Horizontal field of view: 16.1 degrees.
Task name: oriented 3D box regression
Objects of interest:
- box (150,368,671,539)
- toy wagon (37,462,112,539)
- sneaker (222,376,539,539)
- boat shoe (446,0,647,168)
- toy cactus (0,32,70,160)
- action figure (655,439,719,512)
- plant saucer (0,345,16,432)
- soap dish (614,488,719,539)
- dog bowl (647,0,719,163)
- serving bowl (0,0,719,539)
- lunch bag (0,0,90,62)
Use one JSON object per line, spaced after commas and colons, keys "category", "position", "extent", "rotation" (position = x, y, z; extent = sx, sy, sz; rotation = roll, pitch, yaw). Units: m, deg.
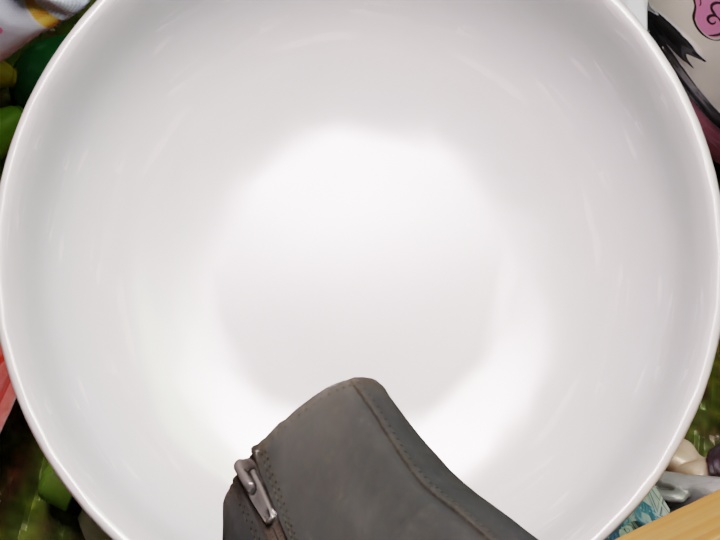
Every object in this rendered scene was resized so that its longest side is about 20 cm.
{"category": "box", "position": [0.008, 0.056, 0.774], "extent": [0.136, 0.040, 0.201], "rotation": [-17, 65, -32]}
{"category": "toy wagon", "position": [-0.023, 0.084, 0.793], "extent": [0.154, 0.040, 0.201], "rotation": [27, 51, -2]}
{"category": "sneaker", "position": [-0.011, 0.131, 0.643], "extent": [0.074, 0.201, 0.106], "rotation": [8, 31, -43]}
{"category": "boat shoe", "position": [0.038, -0.082, 0.769], "extent": [0.090, 0.071, 0.202], "rotation": [4, 96, -12]}
{"category": "toy cactus", "position": [-0.065, -0.084, 0.849], "extent": [0.102, 0.199, 0.165], "rotation": [53, 12, -23]}
{"category": "action figure", "position": [0.148, 0.048, 0.861], "extent": [0.129, 0.070, 0.201], "rotation": [15, 44, 3]}
{"category": "plant saucer", "position": [-0.217, 0.058, 0.733], "extent": [0.199, 0.037, 0.200], "rotation": [23, 51, -4]}
{"category": "soap dish", "position": [0.103, 0.144, 0.711], "extent": [0.157, 0.201, 0.081], "rotation": [-21, 47, -32]}
{"category": "dog bowl", "position": [0.137, -0.122, 0.870], "extent": [0.200, 0.074, 0.201], "rotation": [30, 47, -38]}
{"category": "serving bowl", "position": [0.000, 0.000, 0.712], "extent": [0.198, 0.066, 0.202], "rotation": [0, 82, 1]}
{"category": "lunch bag", "position": [-0.156, -0.142, 0.803], "extent": [0.127, 0.169, 0.201], "rotation": [37, 45, -27]}
